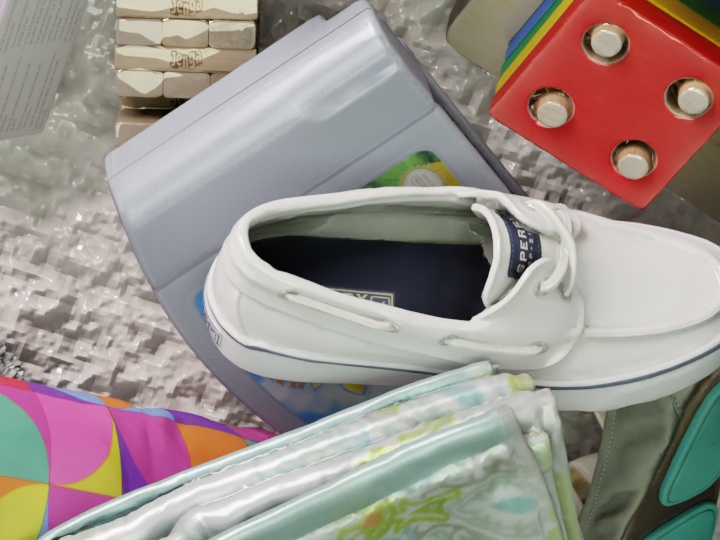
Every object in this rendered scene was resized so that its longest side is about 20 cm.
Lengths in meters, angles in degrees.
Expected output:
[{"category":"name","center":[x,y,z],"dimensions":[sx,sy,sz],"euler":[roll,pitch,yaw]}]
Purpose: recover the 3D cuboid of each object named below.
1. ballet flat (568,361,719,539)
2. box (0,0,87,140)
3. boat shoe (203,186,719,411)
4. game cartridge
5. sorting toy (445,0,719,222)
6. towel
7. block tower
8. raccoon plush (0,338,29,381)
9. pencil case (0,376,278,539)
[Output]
[{"category":"ballet flat","center":[0.111,0.080,1.072],"dimensions":[0.067,0.064,0.200],"euler":[-21,143,-35]},{"category":"box","center":[-0.111,-0.131,0.958],"dimensions":[0.041,0.039,0.200],"euler":[-14,142,-38]},{"category":"boat shoe","center":[0.047,0.006,0.952],"dimensions":[0.200,0.074,0.065],"euler":[-3,153,-14]},{"category":"game cartridge","center":[0.000,0.000,1.017],"dimensions":[0.133,0.040,0.200],"euler":[-31,131,14]},{"category":"sorting toy","center":[0.162,-0.086,0.973],"dimensions":[0.200,0.070,0.199],"euler":[32,126,-12]},{"category":"towel","center":[-0.011,0.130,0.966],"dimensions":[0.200,0.048,0.171],"euler":[-21,130,-4]},{"category":"block tower","center":[-0.061,-0.127,0.992],"dimensions":[0.054,0.058,0.200],"euler":[1,110,-2]},{"category":"raccoon plush","center":[-0.156,0.070,1.024],"dimensions":[0.200,0.134,0.097],"euler":[10,110,-5]},{"category":"pencil case","center":[-0.108,0.086,0.982],"dimensions":[0.200,0.088,0.088],"euler":[12,116,-44]}]
